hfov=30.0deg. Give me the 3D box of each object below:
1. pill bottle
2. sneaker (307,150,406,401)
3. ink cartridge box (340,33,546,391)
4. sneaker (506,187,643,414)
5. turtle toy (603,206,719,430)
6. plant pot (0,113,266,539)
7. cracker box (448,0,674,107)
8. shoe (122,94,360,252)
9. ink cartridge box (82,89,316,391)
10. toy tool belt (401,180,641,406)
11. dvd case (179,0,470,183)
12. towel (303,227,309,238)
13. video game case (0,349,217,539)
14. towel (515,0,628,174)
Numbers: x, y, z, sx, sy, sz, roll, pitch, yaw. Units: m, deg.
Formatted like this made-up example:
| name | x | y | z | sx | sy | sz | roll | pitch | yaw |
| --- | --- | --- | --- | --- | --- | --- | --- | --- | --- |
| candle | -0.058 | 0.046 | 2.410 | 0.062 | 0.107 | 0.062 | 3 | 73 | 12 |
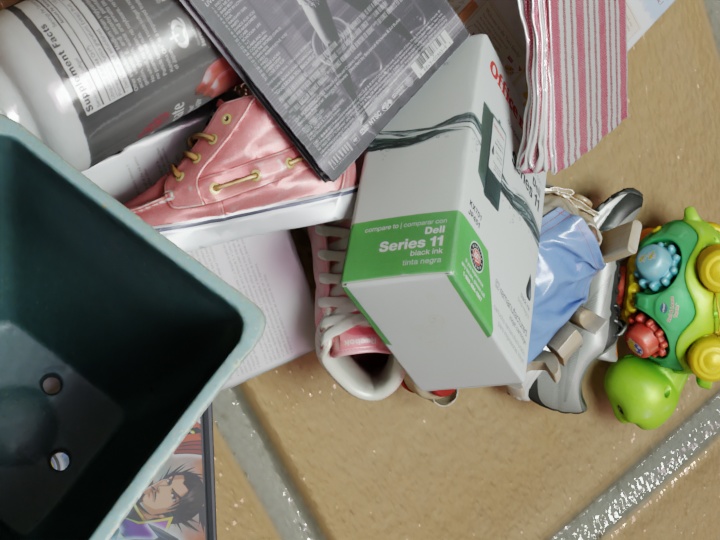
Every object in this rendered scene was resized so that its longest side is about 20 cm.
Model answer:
| name | x | y | z | sx | sy | sz | roll | pitch | yaw |
| --- | --- | --- | --- | --- | --- | --- | --- | --- | --- |
| pill bottle | -0.171 | -0.129 | 0.853 | 0.199 | 0.110 | 0.112 | -32 | 118 | -20 |
| sneaker | 0.000 | 0.000 | 0.955 | 0.074 | 0.105 | 0.202 | -6 | 116 | 5 |
| ink cartridge box | 0.064 | -0.040 | 0.930 | 0.147 | 0.082 | 0.202 | 52 | 40 | -47 |
| sneaker | 0.194 | 0.026 | 1.129 | 0.202 | 0.079 | 0.074 | -67 | 167 | 6 |
| turtle toy | 0.268 | 0.043 | 1.168 | 0.100 | 0.146 | 0.202 | 6 | 102 | 8 |
| plant pot | -0.200 | 0.070 | 0.787 | 0.196 | 0.200 | 0.196 | 37 | 67 | -1 |
| cracker box | 0.146 | -0.204 | 1.060 | 0.200 | 0.058 | 0.134 | -46 | 122 | -12 |
| shoe | -0.100 | -0.065 | 0.886 | 0.198 | 0.071 | 0.092 | -12 | 98 | -10 |
| ink cartridge box | -0.133 | -0.003 | 0.954 | 0.172 | 0.044 | 0.202 | -23 | 115 | -9 |
| toy tool belt | 0.122 | 0.028 | 1.029 | 0.201 | 0.123 | 0.125 | -54 | 130 | -6 |
| dvd case | -0.032 | -0.179 | 0.852 | 0.149 | 0.016 | 0.200 | -48 | 115 | -19 |
| towel | 0.028 | -0.045 | 1.047 | 0.133 | 0.034 | 0.201 | -45 | 121 | -15 |
| video game case | -0.192 | 0.146 | 0.945 | 0.179 | 0.025 | 0.202 | -6 | 108 | -17 |
| towel | 0.156 | -0.162 | 0.979 | 0.200 | 0.030 | 0.148 | -35 | 125 | -57 |
